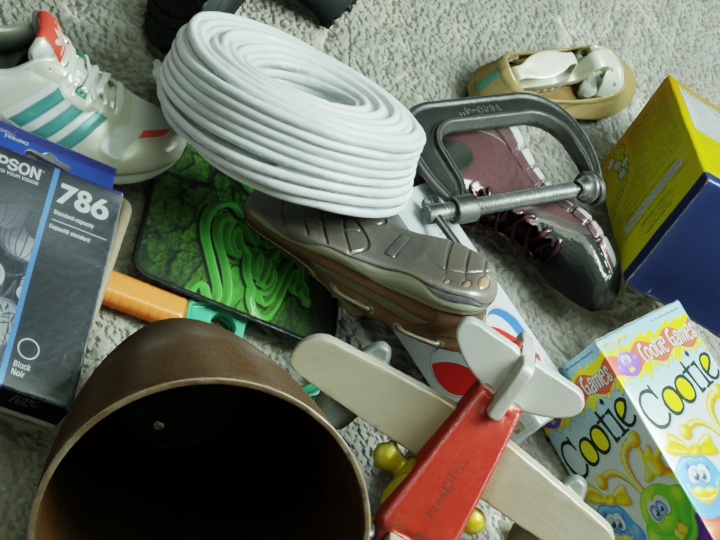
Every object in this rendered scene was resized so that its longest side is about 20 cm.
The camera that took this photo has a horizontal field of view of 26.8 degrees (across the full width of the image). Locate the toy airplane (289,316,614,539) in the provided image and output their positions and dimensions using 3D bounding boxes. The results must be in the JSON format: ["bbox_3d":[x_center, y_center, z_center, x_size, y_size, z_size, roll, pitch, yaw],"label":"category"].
[{"bbox_3d":[0.061,0.126,1.030,0.197,0.141,0.202,-12,88,-6],"label":"toy airplane"}]

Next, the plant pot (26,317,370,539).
[{"bbox_3d":[-0.104,0.110,0.904,0.185,0.188,0.200,22,14,-19],"label":"plant pot"}]

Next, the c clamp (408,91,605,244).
[{"bbox_3d":[0.114,-0.071,1.165,0.198,0.027,0.171,-16,56,-34],"label":"c clamp"}]

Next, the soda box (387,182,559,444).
[{"bbox_3d":[0.071,0.037,1.126,0.201,0.064,0.068,56,33,8],"label":"soda box"}]

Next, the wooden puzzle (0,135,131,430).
[{"bbox_3d":[-0.263,-0.009,0.970,0.199,0.046,0.187,26,53,-18],"label":"wooden puzzle"}]

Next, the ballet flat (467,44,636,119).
[{"bbox_3d":[0.183,-0.167,1.322,0.198,0.063,0.069,-14,71,-36],"label":"ballet flat"}]

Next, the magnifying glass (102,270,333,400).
[{"bbox_3d":[-0.105,0.038,1.058,0.198,0.022,0.080,20,54,-19],"label":"magnifying glass"}]

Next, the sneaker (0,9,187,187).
[{"bbox_3d":[-0.204,-0.123,1.035,0.198,0.094,0.071,13,41,-22],"label":"sneaker"}]

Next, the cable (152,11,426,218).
[{"bbox_3d":[-0.047,-0.111,1.075,0.198,0.070,0.200,19,21,-17],"label":"cable"}]

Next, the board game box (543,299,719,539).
[{"bbox_3d":[0.232,0.145,1.145,0.102,0.105,0.201,-20,74,-37],"label":"board game box"}]

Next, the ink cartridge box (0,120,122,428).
[{"bbox_3d":[-0.210,-0.010,0.950,0.099,0.039,0.202,20,55,-21],"label":"ink cartridge box"}]

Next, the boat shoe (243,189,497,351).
[{"bbox_3d":[0.000,0.000,1.072,0.199,0.072,0.076,27,39,22],"label":"boat shoe"}]

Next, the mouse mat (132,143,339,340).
[{"bbox_3d":[-0.080,-0.048,1.119,0.160,0.008,0.202,23,49,-19],"label":"mouse mat"}]

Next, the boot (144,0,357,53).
[{"bbox_3d":[-0.067,-0.239,1.193,0.162,0.073,0.200,23,91,-49],"label":"boot"}]

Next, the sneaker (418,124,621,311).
[{"bbox_3d":[0.110,-0.035,1.200,0.115,0.076,0.201,-22,66,-38],"label":"sneaker"}]

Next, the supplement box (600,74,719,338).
[{"bbox_3d":[0.276,-0.053,1.237,0.108,0.110,0.201,29,27,-14],"label":"supplement box"}]
